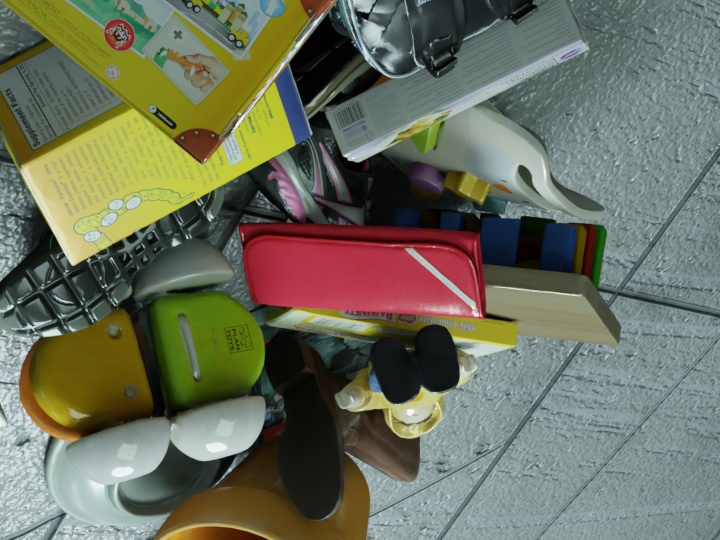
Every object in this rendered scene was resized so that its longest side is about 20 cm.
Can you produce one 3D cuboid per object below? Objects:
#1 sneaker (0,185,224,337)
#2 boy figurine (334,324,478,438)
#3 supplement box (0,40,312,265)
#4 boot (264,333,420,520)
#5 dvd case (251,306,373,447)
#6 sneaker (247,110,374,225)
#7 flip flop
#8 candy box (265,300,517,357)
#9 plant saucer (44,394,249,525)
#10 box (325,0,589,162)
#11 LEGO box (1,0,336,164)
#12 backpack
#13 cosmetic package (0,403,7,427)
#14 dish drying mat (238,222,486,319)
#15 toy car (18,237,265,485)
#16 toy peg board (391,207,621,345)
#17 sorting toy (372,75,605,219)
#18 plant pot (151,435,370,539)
[{"bbox_3d":[-0.194,-0.023,1.227,0.199,0.079,0.076,-35,130,-13],"label":"sneaker"},{"bbox_3d":[0.038,0.099,1.395,0.123,0.065,0.200,-15,164,-6],"label":"boy figurine"},{"bbox_3d":[-0.153,-0.115,1.161,0.199,0.109,0.110,-29,140,-8],"label":"supplement box"},{"bbox_3d":[0.001,0.164,1.455,0.064,0.188,0.200,-27,142,21],"label":"boot"},{"bbox_3d":[-0.032,0.092,1.517,0.145,0.022,0.201,-20,138,-19],"label":"dvd case"},{"bbox_3d":[-0.018,-0.053,1.347,0.086,0.080,0.200,-43,147,-9],"label":"sneaker"},{"bbox_3d":[-0.010,-0.163,1.246,0.200,0.081,0.058,-40,138,-4],"label":"flip flop"},{"bbox_3d":[0.026,0.046,1.401,0.198,0.102,0.027,10,81,-16],"label":"candy box"},{"bbox_3d":[-0.181,0.168,1.461,0.198,0.050,0.201,-20,138,-19],"label":"plant saucer"},{"bbox_3d":[0.071,-0.140,1.206,0.199,0.042,0.039,-26,170,14],"label":"box"},{"bbox_3d":[-0.121,-0.190,0.988,0.200,0.077,0.149,39,115,-6],"label":"LEGO box"},{"bbox_3d":[0.036,-0.261,1.124,0.177,0.151,0.201,-32,143,-6],"label":"backpack"},{"bbox_3d":[-0.336,0.038,1.183,0.073,0.104,0.201,-27,138,-9],"label":"cosmetic package"},{"bbox_3d":[0.000,0.000,1.282,0.198,0.018,0.077,3,124,19],"label":"dish drying mat"},{"bbox_3d":[-0.179,0.079,1.314,0.198,0.177,0.150,-11,169,-27],"label":"toy car"},{"bbox_3d":[0.113,-0.013,1.372,0.199,0.198,0.099,40,58,-68],"label":"toy peg board"},{"bbox_3d":[0.105,-0.095,1.297,0.200,0.179,0.107,37,84,-49],"label":"sorting toy"},{"bbox_3d":[-0.074,0.250,1.462,0.184,0.199,0.202,-58,170,-55],"label":"plant pot"}]
